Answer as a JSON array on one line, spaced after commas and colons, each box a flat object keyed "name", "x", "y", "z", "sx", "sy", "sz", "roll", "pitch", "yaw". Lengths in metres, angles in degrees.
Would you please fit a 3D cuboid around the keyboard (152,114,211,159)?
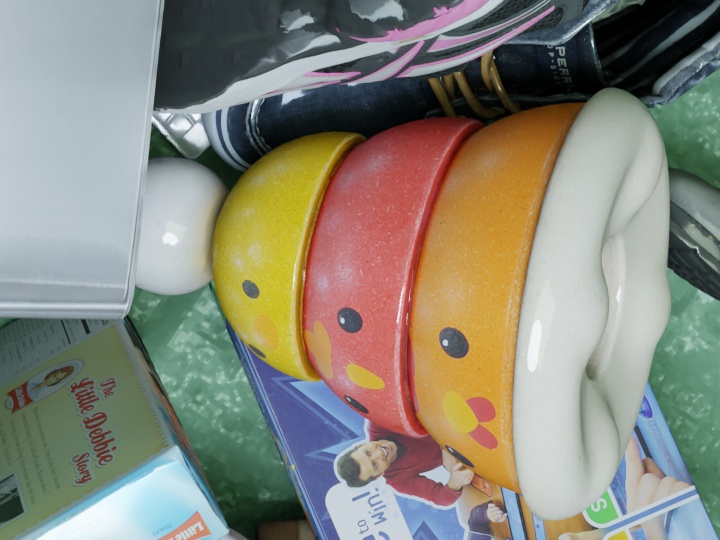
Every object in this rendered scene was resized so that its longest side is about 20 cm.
[{"name": "keyboard", "x": -0.010, "y": -0.129, "z": 0.899, "sx": 0.200, "sy": 0.011, "sz": 0.056, "roll": -44, "pitch": 108, "yaw": 1}]

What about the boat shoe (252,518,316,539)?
[{"name": "boat shoe", "x": -0.034, "y": 0.187, "z": 0.947, "sx": 0.072, "sy": 0.076, "sz": 0.200, "roll": 13, "pitch": 92, "yaw": -11}]

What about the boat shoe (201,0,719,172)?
[{"name": "boat shoe", "x": 0.042, "y": -0.080, "z": 0.873, "sx": 0.200, "sy": 0.091, "sz": 0.071, "roll": -26, "pitch": 122, "yaw": -5}]

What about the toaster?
[{"name": "toaster", "x": -0.137, "y": -0.076, "z": 0.796, "sx": 0.118, "sy": 0.181, "sz": 0.200, "roll": 4, "pitch": 103, "yaw": -15}]

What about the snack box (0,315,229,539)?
[{"name": "snack box", "x": -0.117, "y": 0.068, "z": 0.827, "sx": 0.116, "sy": 0.200, "sz": 0.037, "roll": -30, "pitch": 110, "yaw": -3}]

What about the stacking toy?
[{"name": "stacking toy", "x": 0.000, "y": 0.000, "z": 0.852, "sx": 0.200, "sy": 0.146, "sz": 0.146, "roll": 9, "pitch": 104, "yaw": 19}]

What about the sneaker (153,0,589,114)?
[{"name": "sneaker", "x": -0.006, "y": -0.087, "z": 0.826, "sx": 0.086, "sy": 0.200, "sz": 0.081, "roll": 12, "pitch": 82, "yaw": -46}]

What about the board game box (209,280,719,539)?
[{"name": "board game box", "x": 0.043, "y": 0.069, "z": 0.905, "sx": 0.135, "sy": 0.034, "sz": 0.200, "roll": -22, "pitch": 82, "yaw": -6}]

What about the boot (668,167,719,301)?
[{"name": "boot", "x": 0.203, "y": -0.028, "z": 0.950, "sx": 0.200, "sy": 0.068, "sz": 0.131, "roll": 27, "pitch": 90, "yaw": -22}]

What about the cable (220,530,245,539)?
[{"name": "cable", "x": -0.083, "y": 0.183, "z": 0.880, "sx": 0.200, "sy": 0.069, "sz": 0.200, "roll": 31, "pitch": 107, "yaw": 19}]
